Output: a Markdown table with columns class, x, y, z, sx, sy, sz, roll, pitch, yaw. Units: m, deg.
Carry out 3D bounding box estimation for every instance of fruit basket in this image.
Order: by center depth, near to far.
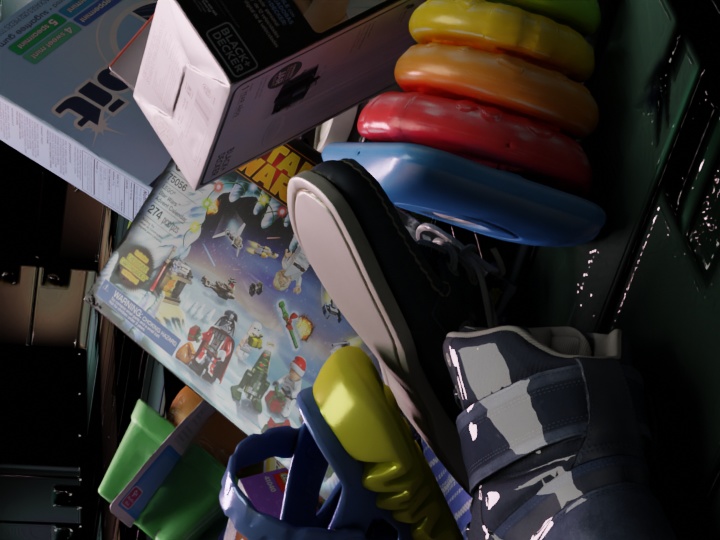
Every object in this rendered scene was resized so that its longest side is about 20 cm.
| class | x | y | z | sx | sy | sz | roll | pitch | yaw |
| --- | --- | --- | --- | --- | --- | --- | --- | --- | --- |
| fruit basket | -0.066 | 0.096 | 1.058 | 0.094 | 0.200 | 0.185 | 43 | 170 | 16 |

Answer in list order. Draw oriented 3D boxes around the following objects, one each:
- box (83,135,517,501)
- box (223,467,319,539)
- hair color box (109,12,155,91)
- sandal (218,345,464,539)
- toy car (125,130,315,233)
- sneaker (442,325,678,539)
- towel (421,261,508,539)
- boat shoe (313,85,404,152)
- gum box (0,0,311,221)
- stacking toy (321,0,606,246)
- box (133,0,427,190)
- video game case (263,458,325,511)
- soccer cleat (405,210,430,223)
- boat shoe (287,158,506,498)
| class | x | y | z | sx | sy | sz | roll | pitch | yaw |
| --- | --- | --- | --- | --- | --- | --- | --- | --- | --- |
| box | -0.036 | 0.012 | 0.856 | 0.200 | 0.040 | 0.137 | 35 | 94 | 31 |
| box | -0.043 | 0.227 | 0.963 | 0.137 | 0.039 | 0.201 | 60 | 149 | 34 |
| hair color box | -0.050 | -0.164 | 1.013 | 0.200 | 0.101 | 0.061 | -48 | 9 | 0 |
| sandal | -0.001 | 0.117 | 0.761 | 0.200 | 0.087 | 0.080 | 62 | -179 | -41 |
| toy car | -0.065 | -0.074 | 1.183 | 0.158 | 0.163 | 0.201 | 136 | 149 | -70 |
| sneaker | 0.063 | 0.104 | 0.688 | 0.202 | 0.076 | 0.147 | 130 | 132 | -54 |
| towel | 0.052 | 0.110 | 0.879 | 0.145 | 0.024 | 0.201 | 117 | 153 | -61 |
| boat shoe | 0.007 | -0.096 | 1.036 | 0.202 | 0.060 | 0.073 | -107 | 32 | -81 |
| gum box | -0.144 | -0.121 | 1.118 | 0.170 | 0.199 | 0.045 | -45 | -22 | -37 |
| stacking toy | 0.068 | -0.118 | 0.750 | 0.116 | 0.109 | 0.201 | 9 | 84 | 67 |
| box | -0.007 | -0.128 | 0.824 | 0.060 | 0.199 | 0.117 | 56 | 157 | 11 |
| video game case | -0.010 | 0.198 | 0.955 | 0.182 | 0.023 | 0.201 | 44 | 138 | 49 |
| soccer cleat | 0.000 | 0.000 | 0.892 | 0.068 | 0.081 | 0.201 | 52 | -137 | -73 |
| boat shoe | 0.032 | 0.020 | 0.722 | 0.075 | 0.062 | 0.200 | 43 | 167 | 52 |
